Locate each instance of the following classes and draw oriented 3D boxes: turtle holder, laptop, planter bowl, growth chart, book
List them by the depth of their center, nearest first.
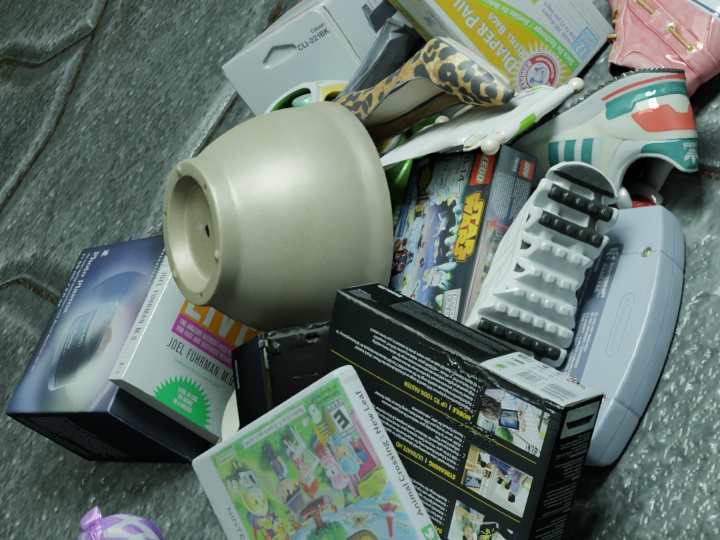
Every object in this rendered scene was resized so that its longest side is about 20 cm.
[{"bbox_3d":[-0.024,0.134,1.091,0.200,0.103,0.177,-11,82,19],"label":"laptop"},{"bbox_3d":[0.087,-0.114,1.100,0.145,0.018,0.200,-34,13,-32],"label":"growth chart"},{"bbox_3d":[-0.081,-0.035,1.132,0.200,0.135,0.200,22,115,57],"label":"planter bowl"},{"bbox_3d":[-0.012,-0.110,1.268,0.185,0.132,0.141,-2,57,51],"label":"turtle holder"},{"bbox_3d":[-0.139,0.044,1.281,0.048,0.134,0.200,-5,56,49],"label":"book"}]

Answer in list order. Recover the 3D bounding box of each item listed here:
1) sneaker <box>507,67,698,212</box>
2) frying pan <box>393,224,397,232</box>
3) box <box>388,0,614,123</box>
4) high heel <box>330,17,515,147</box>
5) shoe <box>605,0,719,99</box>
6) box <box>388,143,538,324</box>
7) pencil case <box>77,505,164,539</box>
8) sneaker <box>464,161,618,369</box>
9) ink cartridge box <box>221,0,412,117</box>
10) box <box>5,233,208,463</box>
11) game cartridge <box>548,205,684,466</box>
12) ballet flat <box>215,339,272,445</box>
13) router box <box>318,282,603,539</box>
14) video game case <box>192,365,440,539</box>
[{"bbox_3d":[0.181,-0.077,1.052,0.200,0.070,0.093,-33,67,52],"label":"sneaker"},{"bbox_3d":[-0.007,0.012,1.231,0.190,0.031,0.115,-24,28,50],"label":"frying pan"},{"bbox_3d":[0.104,-0.236,1.172,0.113,0.200,0.101,-50,32,-1],"label":"box"},{"bbox_3d":[0.042,-0.122,1.122,0.143,0.071,0.200,-59,36,3],"label":"high heel"},{"bbox_3d":[0.224,-0.198,1.110,0.091,0.071,0.200,-45,38,1],"label":"shoe"},{"bbox_3d":[0.067,0.005,1.086,0.137,0.040,0.200,-3,72,61],"label":"box"},{"bbox_3d":[-0.196,0.295,1.163,0.084,0.085,0.200,-44,33,11],"label":"pencil case"},{"bbox_3d":[0.119,0.018,0.993,0.200,0.075,0.081,-62,10,-4],"label":"sneaker"},{"bbox_3d":[-0.029,-0.239,1.387,0.144,0.084,0.200,-25,16,36],"label":"ink cartridge box"},{"bbox_3d":[-0.222,0.078,1.365,0.198,0.123,0.200,-7,54,46],"label":"box"},{"bbox_3d":[0.162,0.047,0.994,0.133,0.041,0.200,-8,54,52],"label":"game cartridge"},{"bbox_3d":[-0.075,0.099,1.215,0.067,0.062,0.200,-7,54,48],"label":"ballet flat"},{"bbox_3d":[0.054,0.113,0.935,0.200,0.051,0.149,27,113,36],"label":"router box"},{"bbox_3d":[-0.028,0.184,0.975,0.200,0.022,0.182,-35,79,45],"label":"video game case"}]
